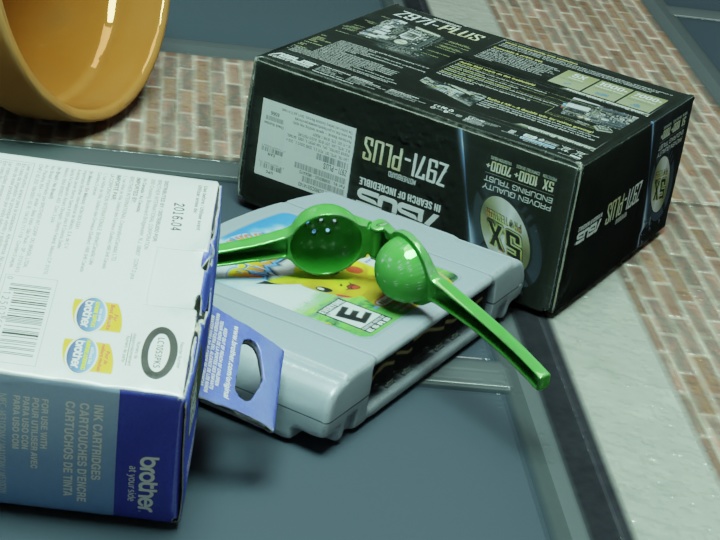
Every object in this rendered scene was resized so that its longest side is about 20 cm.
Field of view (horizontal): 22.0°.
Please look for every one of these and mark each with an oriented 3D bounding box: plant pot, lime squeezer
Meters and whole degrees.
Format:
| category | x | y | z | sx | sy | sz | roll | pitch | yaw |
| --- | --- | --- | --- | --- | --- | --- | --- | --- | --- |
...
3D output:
| category | x | y | z | sx | sy | sz | roll | pitch | yaw |
| --- | --- | --- | --- | --- | --- | --- | --- | --- | --- |
| plant pot | -0.219 | -0.188 | 1.091 | 0.139 | 0.201 | 0.200 | 2 | 20 | 24 |
| lime squeezer | 0.000 | 0.000 | 0.840 | 0.199 | 0.038 | 0.071 | 16 | 26 | 14 |

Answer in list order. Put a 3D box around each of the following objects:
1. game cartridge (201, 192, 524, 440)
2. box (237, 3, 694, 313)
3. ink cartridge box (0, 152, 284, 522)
| category | x | y | z | sx | sy | sz | roll | pitch | yaw |
| --- | --- | --- | --- | --- | --- | --- | --- | --- | --- |
| game cartridge | -0.021 | 0.014 | 0.888 | 0.133 | 0.041 | 0.200 | 16 | 25 | 25 |
| box | 0.059 | -0.069 | 1.031 | 0.199 | 0.086 | 0.164 | 20 | 27 | 23 |
| ink cartridge box | -0.130 | 0.023 | 0.747 | 0.199 | 0.077 | 0.137 | 6 | 41 | -2 |
